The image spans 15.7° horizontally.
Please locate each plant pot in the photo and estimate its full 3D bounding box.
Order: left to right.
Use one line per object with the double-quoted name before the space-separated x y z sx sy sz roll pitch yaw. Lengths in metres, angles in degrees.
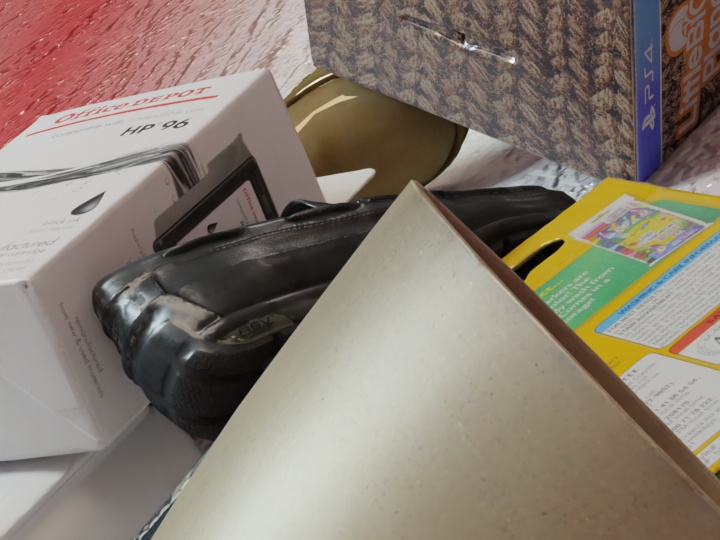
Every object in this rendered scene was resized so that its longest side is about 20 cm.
"plant pot" 0.005 0.115 0.567 0.200 0.187 0.187 -44 20 3

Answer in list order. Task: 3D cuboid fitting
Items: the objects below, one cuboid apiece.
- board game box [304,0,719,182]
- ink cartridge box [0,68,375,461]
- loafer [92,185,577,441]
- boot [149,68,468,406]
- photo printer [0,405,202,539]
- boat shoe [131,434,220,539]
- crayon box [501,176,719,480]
"board game box" 0.097 -0.147 1.053 0.159 0.097 0.200 25 51 30
"ink cartridge box" -0.093 -0.011 0.939 0.116 0.068 0.200 -8 24 35
"loafer" 0.000 0.000 0.885 0.201 0.068 0.070 -16 48 -41
"boot" -0.053 0.004 1.051 0.175 0.066 0.200 -25 21 33
"photo printer" -0.164 0.126 0.893 0.166 0.069 0.200 -8 29 44
"boat shoe" -0.072 0.105 0.692 0.071 0.091 0.200 4 61 53
"crayon box" 0.094 0.034 0.785 0.126 0.052 0.200 -37 22 -18
